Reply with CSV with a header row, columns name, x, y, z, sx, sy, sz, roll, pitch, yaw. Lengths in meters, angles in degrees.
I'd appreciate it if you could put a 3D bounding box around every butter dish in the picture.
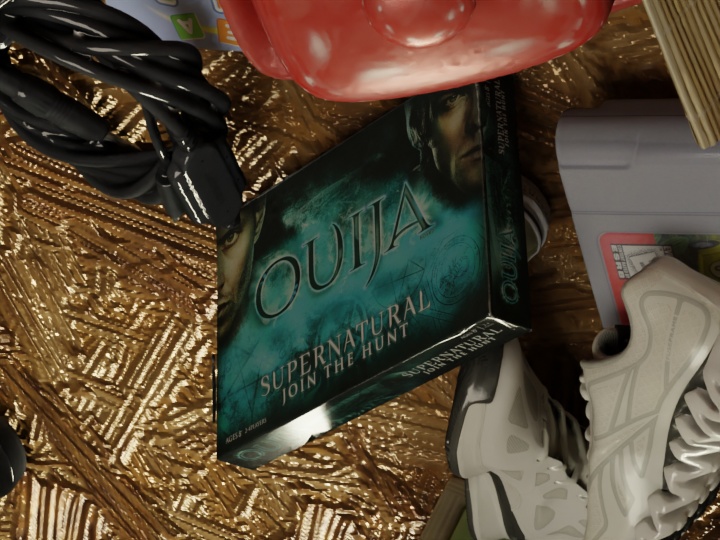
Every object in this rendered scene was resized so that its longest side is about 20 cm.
name,x,y,z,sx,sy,sz,roll,pitch,yaw
butter dish,0.022,-0.142,0.905,0.200,0.148,0.200,-12,128,10

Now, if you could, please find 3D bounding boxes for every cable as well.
name,x,y,z,sx,sy,sz,roll,pitch,yaw
cable,-0.134,-0.094,1.101,0.163,0.051,0.200,28,165,23

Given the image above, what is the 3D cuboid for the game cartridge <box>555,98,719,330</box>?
name,x,y,z,sx,sy,sz,roll,pitch,yaw
game cartridge,0.173,0.010,1.038,0.133,0.041,0.200,-2,129,25

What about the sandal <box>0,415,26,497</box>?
name,x,y,z,sx,sy,sz,roll,pitch,yaw
sandal,-0.288,0.121,1.414,0.200,0.043,0.076,-7,125,33

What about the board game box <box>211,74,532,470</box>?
name,x,y,z,sx,sy,sz,roll,pitch,yaw
board game box,0.000,0.000,1.086,0.028,0.135,0.200,20,145,-36

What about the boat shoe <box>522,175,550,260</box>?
name,x,y,z,sx,sy,sz,roll,pitch,yaw
boat shoe,0.009,0.009,1.137,0.072,0.062,0.200,45,135,-14

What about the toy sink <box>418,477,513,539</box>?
name,x,y,z,sx,sy,sz,roll,pitch,yaw
toy sink,0.065,0.228,1.207,0.130,0.200,0.112,22,136,10

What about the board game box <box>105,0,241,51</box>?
name,x,y,z,sx,sy,sz,roll,pitch,yaw
board game box,-0.061,-0.188,1.016,0.151,0.037,0.200,6,132,24

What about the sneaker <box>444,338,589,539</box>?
name,x,y,z,sx,sy,sz,roll,pitch,yaw
sneaker,0.108,0.085,1.135,0.115,0.076,0.201,7,154,13

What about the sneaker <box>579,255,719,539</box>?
name,x,y,z,sx,sy,sz,roll,pitch,yaw
sneaker,0.134,0.071,1.049,0.081,0.075,0.200,35,137,16

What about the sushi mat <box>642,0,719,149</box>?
name,x,y,z,sx,sy,sz,roll,pitch,yaw
sushi mat,0.129,-0.153,0.902,0.012,0.096,0.200,10,136,46
